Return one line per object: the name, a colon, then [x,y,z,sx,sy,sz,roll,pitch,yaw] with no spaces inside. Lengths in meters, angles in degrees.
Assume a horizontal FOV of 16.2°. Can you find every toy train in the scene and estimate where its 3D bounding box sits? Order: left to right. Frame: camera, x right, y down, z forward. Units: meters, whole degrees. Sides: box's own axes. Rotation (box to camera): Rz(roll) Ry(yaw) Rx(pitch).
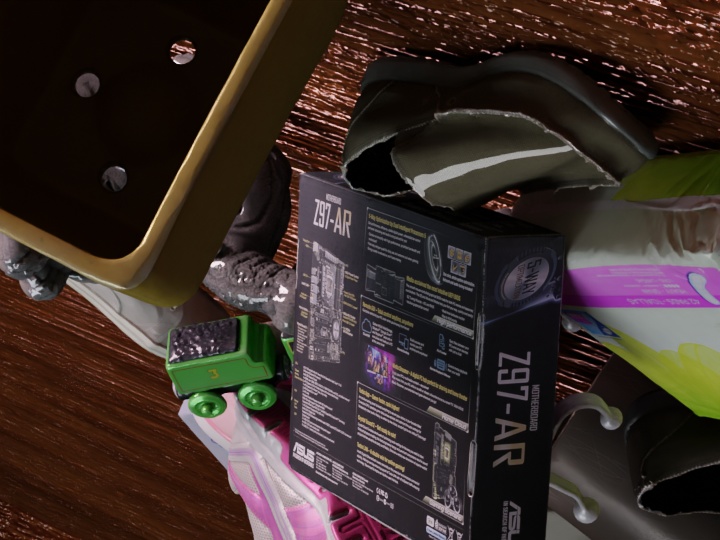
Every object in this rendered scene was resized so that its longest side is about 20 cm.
toy train: [-0.013,0.039,1.397,0.199,0.042,0.056,-12,136,11]

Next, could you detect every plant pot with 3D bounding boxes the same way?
plant pot: [-0.118,-0.094,1.153,0.194,0.196,0.200,26,172,13]

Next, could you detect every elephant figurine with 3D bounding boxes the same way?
elephant figurine: [-0.096,-0.047,1.409,0.199,0.156,0.141,-3,-168,17]

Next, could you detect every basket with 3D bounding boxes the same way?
basket: [0.205,0.129,1.393,0.200,0.136,0.180,34,-162,9]

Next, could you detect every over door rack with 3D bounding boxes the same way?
over door rack: [0.063,0.089,1.313,0.066,0.200,0.148,11,-142,-28]

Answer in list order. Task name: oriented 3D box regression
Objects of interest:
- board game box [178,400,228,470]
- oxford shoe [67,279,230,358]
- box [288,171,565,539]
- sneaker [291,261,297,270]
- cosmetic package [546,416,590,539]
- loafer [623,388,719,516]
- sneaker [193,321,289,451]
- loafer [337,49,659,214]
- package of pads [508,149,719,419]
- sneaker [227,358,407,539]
board game box: [0.017,0.127,1.639,0.199,0.041,0.200,-16,126,37]
oxford shoe: [-0.153,0.006,1.822,0.058,0.075,0.200,-26,135,29]
box: [0.027,0.044,1.245,0.043,0.161,0.200,-2,-169,-27]
sneaker: [0.000,0.000,1.430,0.066,0.091,0.200,30,166,-6]
cosmetic package: [0.109,0.142,1.504,0.199,0.087,0.103,9,-148,-40]
loafer: [0.227,0.105,1.271,0.199,0.071,0.073,-2,134,22]
sneaker: [-0.003,0.101,1.530,0.200,0.075,0.105,32,144,-2]
loafer: [0.059,-0.054,1.165,0.075,0.070,0.200,37,164,-28]
package of pads: [0.173,0.012,1.175,0.154,0.068,0.200,36,165,-22]
sneaker: [-0.009,0.144,1.434,0.200,0.081,0.088,53,142,34]
